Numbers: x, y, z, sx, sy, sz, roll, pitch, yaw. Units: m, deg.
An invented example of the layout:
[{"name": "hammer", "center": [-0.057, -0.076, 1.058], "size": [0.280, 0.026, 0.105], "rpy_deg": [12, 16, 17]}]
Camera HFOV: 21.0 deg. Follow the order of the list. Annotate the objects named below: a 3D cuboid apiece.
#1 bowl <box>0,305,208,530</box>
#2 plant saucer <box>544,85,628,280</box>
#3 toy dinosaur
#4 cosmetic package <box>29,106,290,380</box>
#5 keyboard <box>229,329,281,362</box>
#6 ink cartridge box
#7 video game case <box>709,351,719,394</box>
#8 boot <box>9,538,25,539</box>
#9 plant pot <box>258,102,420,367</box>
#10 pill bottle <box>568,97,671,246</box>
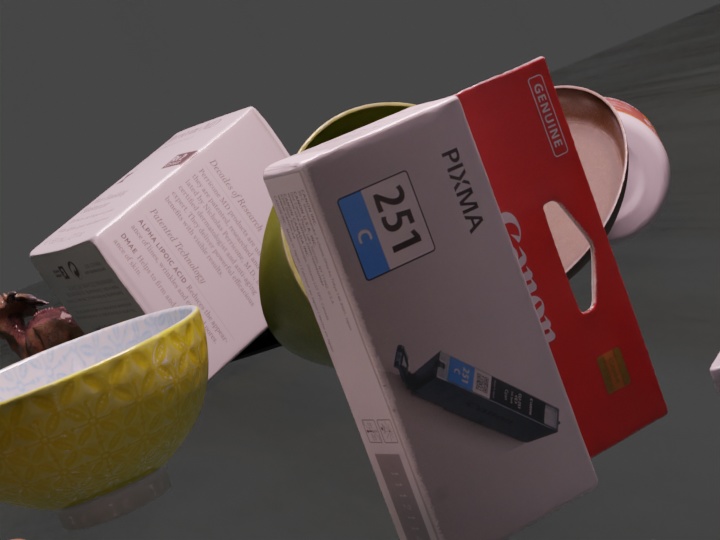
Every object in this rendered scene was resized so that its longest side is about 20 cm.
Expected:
[{"name": "bowl", "center": [-0.183, 0.109, 1.304], "size": [0.200, 0.108, 0.200], "rpy_deg": [-20, 8, 3]}, {"name": "plant saucer", "center": [0.130, -0.050, 1.508], "size": [0.200, 0.032, 0.201], "rpy_deg": [-27, 44, 30]}, {"name": "toy dinosaur", "center": [-0.291, 0.064, 1.845], "size": [0.200, 0.136, 0.086], "rpy_deg": [-15, 9, 35]}, {"name": "cosmetic package", "center": [-0.153, -0.016, 1.745], "size": [0.200, 0.165, 0.165], "rpy_deg": [-43, 16, -26]}, {"name": "keyboard", "center": [-0.046, 0.034, 1.752], "size": [0.199, 0.040, 0.104], "rpy_deg": [-17, 9, 21]}, {"name": "ink cartridge box", "center": [0.066, 0.013, 0.927], "size": [0.176, 0.201, 0.045], "rpy_deg": [-25, 9, -29]}, {"name": "video game case", "center": [0.292, 0.012, 1.022], "size": [0.200, 0.018, 0.143], "rpy_deg": [-17, 9, 25]}, {"name": "boot", "center": [-0.241, 0.165, 1.093], "size": [0.073, 0.076, 0.200], "rpy_deg": [-17, -3, -40]}, {"name": "plant pot", "center": [0.000, 0.000, 1.433], "size": [0.187, 0.188, 0.200], "rpy_deg": [-24, -7, -25]}, {"name": "pill bottle", "center": [0.203, -0.089, 1.649], "size": [0.112, 0.112, 0.200], "rpy_deg": [-20, 8, 9]}]
